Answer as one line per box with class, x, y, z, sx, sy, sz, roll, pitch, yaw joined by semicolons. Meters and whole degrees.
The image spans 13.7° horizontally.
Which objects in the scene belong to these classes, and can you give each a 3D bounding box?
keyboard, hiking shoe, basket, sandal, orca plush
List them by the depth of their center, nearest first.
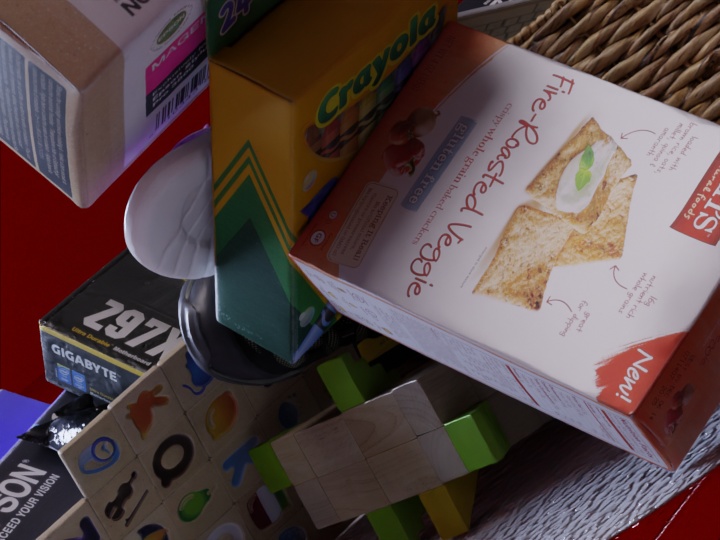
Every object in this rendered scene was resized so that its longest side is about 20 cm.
sandal;-0.058;-0.046;1.418;0.202;0.050;0.083;-17;-46;-56
basket;0.170;-0.072;1.424;0.200;0.149;0.143;-39;-25;1
keyboard;0.026;-0.107;1.442;0.199;0.011;0.056;-15;-13;-18
hiking shoe;0.000;0.000;1.469;0.200;0.076;0.101;-18;-7;-43
orca plush;-0.093;0.089;1.641;0.200;0.105;0.071;18;92;48

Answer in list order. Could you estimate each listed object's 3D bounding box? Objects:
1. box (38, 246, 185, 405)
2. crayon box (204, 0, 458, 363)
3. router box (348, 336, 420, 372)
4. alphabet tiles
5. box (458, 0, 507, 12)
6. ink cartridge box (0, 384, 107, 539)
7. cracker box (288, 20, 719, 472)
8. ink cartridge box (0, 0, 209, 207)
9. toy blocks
box;-0.062;0.040;1.742;0.160;0.200;0.049;-43;-36;-38
crayon box;-0.012;-0.070;1.355;0.126;0.052;0.200;-44;-30;-34
router box;0.046;-0.016;1.626;0.052;0.157;0.200;20;52;44
alphabet tiles;-0.071;0.106;1.521;0.200;0.167;0.006;-42;39;-20
box;0.096;-0.088;1.770;0.161;0.049;0.200;-43;-36;-39
ink cartridge box;-0.160;0.130;1.689;0.198;0.200;0.043;-51;-25;-55
cracker box;0.085;-0.014;1.292;0.200;0.058;0.134;25;74;36
ink cartridge box;-0.082;-0.140;1.323;0.200;0.075;0.165;-47;-8;-14
toy blocks;0.052;0.062;1.468;0.137;0.100;0.200;-30;2;-33
